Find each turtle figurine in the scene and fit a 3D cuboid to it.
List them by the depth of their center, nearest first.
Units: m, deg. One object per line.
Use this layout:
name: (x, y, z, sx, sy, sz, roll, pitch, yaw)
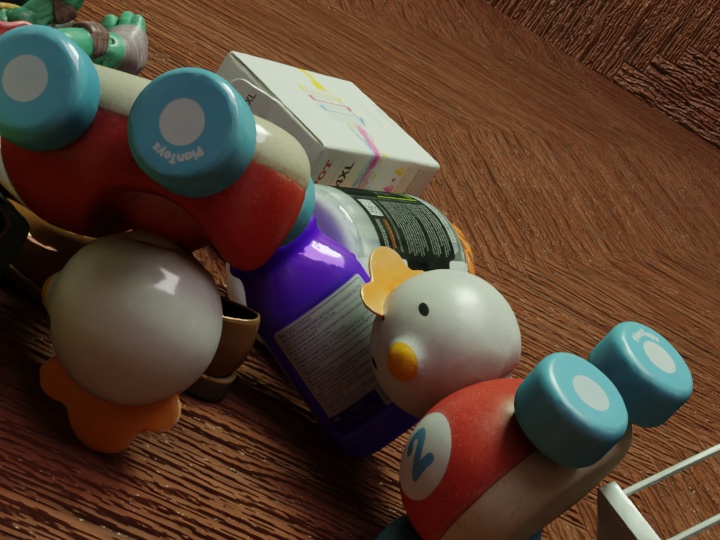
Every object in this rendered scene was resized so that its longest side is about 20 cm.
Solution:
turtle figurine: (-0.218, -0.153, 0.942, 0.148, 0.102, 0.200, -2, -9, 19)

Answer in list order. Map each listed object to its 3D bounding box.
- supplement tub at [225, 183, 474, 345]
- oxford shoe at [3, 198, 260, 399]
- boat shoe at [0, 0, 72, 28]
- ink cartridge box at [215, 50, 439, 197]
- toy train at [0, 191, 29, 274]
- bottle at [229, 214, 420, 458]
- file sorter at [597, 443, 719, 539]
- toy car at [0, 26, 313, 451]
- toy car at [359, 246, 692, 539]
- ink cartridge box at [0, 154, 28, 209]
supplement tub: (0.000, 0.000, 1.144, 0.123, 0.123, 0.199, 44, 21, 25)
oxford shoe: (-0.153, 0.000, 0.964, 0.199, 0.072, 0.071, 30, 21, -11)
boat shoe: (-0.276, -0.242, 1.191, 0.064, 0.075, 0.202, 5, 27, -50)
ink cartridge box: (-0.058, -0.080, 1.231, 0.125, 0.129, 0.199, 45, 22, 26)
toy train: (-0.282, -0.063, 0.887, 0.200, 0.085, 0.114, 42, 7, 25)
bottle: (-0.031, 0.024, 1.001, 0.201, 0.083, 0.065, 56, -8, -10)
file sorter: (0.249, 0.224, 0.941, 0.124, 0.140, 0.200, -21, 44, -14)
toy car: (-0.135, -0.003, 0.846, 0.175, 0.202, 0.184, 16, -7, 12)
toy car: (0.057, 0.069, 0.921, 0.200, 0.185, 0.176, 49, 32, 17)
ink cartridge box: (-0.268, -0.124, 0.970, 0.160, 0.047, 0.200, 42, -9, 17)
